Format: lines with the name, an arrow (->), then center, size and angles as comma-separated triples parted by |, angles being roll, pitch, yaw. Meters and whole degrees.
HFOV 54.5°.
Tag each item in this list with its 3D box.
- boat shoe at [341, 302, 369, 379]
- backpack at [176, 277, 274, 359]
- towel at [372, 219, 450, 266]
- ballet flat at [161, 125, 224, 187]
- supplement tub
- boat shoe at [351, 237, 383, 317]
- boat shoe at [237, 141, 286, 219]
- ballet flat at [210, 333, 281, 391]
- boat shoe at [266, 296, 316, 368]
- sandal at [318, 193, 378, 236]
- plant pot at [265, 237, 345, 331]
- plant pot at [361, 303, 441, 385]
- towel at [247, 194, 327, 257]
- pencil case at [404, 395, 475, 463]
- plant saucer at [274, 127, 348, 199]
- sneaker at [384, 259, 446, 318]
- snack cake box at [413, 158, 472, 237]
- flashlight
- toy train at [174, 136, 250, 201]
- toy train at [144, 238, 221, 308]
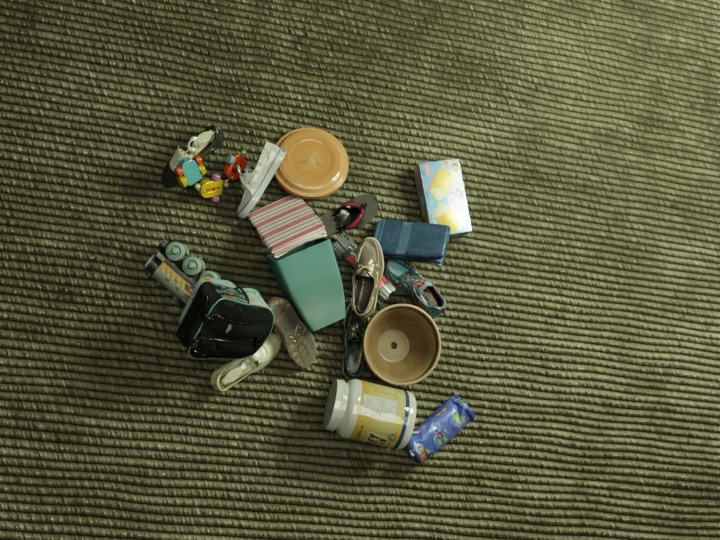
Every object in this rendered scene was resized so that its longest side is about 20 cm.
boat shoe -> -0.009, 0.173, 1.756 | 0.068, 0.057, 0.201 | 6, 81, -11
backpack -> -0.308, 0.114, 1.618 | 0.200, 0.153, 0.176 | 15, 110, -39
towel -> 0.127, -0.074, 1.784 | 0.199, 0.049, 0.112 | 6, 62, 21
ballet flat -> -0.422, -0.292, 1.736 | 0.068, 0.068, 0.200 | 39, 75, 8
supplement tub -> 0.022, 0.344, 1.692 | 0.199, 0.144, 0.145 | 14, 79, -9
boat shoe -> 0.015, 0.017, 1.722 | 0.072, 0.060, 0.201 | 7, 89, 10
boat shoe -> -0.270, -0.230, 1.733 | 0.086, 0.075, 0.202 | 31, 101, -11
ballet flat -> -0.272, 0.223, 1.690 | 0.200, 0.069, 0.070 | -38, 90, -15
boat shoe -> -0.171, 0.148, 1.720 | 0.076, 0.072, 0.201 | -29, 109, -19
sandal -> -0.037, -0.138, 1.804 | 0.199, 0.045, 0.075 | -26, 87, -14
plant pot -> -0.122, 0.036, 1.712 | 0.141, 0.141, 0.201 | -23, 103, -14
plant pot -> 0.095, 0.187, 1.757 | 0.200, 0.093, 0.202 | 2, 81, -12
towel -> -0.183, -0.113, 1.722 | 0.146, 0.200, 0.030 | -24, 131, -14
pencil case -> 0.191, 0.395, 1.752 | 0.200, 0.078, 0.087 | -36, 112, -16
plant saucer -> -0.129, -0.279, 1.795 | 0.199, 0.032, 0.201 | 3, 69, -8
sneaker -> 0.148, 0.033, 1.789 | 0.200, 0.096, 0.079 | 42, 75, 0
snack cake box -> 0.217, -0.187, 1.854 | 0.115, 0.067, 0.201 | -8, 84, -12
flashlight -> 0.000, 0.000, 1.784 | 0.200, 0.068, 0.068 | 43, 40, 1
toy train -> -0.373, -0.255, 1.721 | 0.200, 0.056, 0.151 | 19, 100, -51
toy train -> -0.424, 0.016, 1.686 | 0.200, 0.085, 0.114 | 41, 85, -3
